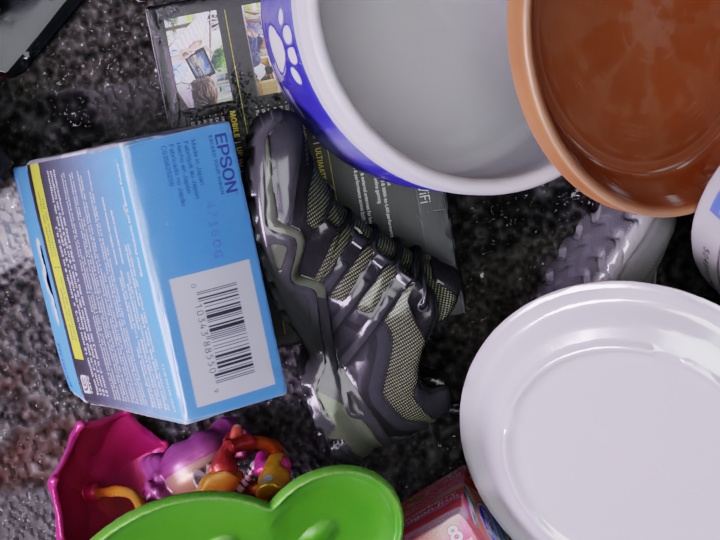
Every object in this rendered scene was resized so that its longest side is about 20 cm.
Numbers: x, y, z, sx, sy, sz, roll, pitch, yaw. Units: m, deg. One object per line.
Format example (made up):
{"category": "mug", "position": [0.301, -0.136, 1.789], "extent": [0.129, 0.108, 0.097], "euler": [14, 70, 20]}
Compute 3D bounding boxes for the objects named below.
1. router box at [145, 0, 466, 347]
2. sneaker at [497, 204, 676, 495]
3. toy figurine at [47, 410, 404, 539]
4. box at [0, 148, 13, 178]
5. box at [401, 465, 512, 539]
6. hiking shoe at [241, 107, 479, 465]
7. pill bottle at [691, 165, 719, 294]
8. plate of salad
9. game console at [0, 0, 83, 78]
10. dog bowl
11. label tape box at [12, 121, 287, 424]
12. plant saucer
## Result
{"category": "router box", "position": [-0.028, -0.062, 0.915], "extent": [0.148, 0.051, 0.202], "euler": [-9, 98, 4]}
{"category": "sneaker", "position": [0.138, 0.048, 0.919], "extent": [0.081, 0.075, 0.201], "euler": [18, 107, -12]}
{"category": "toy figurine", "position": [-0.096, 0.131, 0.891], "extent": [0.199, 0.184, 0.151], "euler": [-31, 121, -7]}
{"category": "box", "position": [-0.326, -0.063, 0.851], "extent": [0.197, 0.200, 0.117], "euler": [49, 124, -4]}
{"category": "box", "position": [0.002, 0.212, 0.931], "extent": [0.199, 0.103, 0.095], "euler": [-33, 94, 10]}
{"category": "hiking shoe", "position": [0.000, 0.000, 0.867], "extent": [0.100, 0.076, 0.201], "euler": [-19, 111, -3]}
{"category": "pill bottle", "position": [0.261, 0.017, 0.785], "extent": [0.113, 0.200, 0.114], "euler": [-16, 131, -20]}
{"category": "plate of salad", "position": [0.149, 0.091, 0.852], "extent": [0.199, 0.048, 0.201], "euler": [11, 120, 20]}
{"category": "game console", "position": [-0.202, -0.238, 0.914], "extent": [0.177, 0.031, 0.200], "euler": [42, 100, -2]}
{"category": "dog bowl", "position": [0.051, -0.141, 0.843], "extent": [0.199, 0.079, 0.202], "euler": [-2, 95, -22]}
{"category": "label tape box", "position": [-0.121, 0.001, 0.887], "extent": [0.066, 0.200, 0.144], "euler": [-15, 97, -25]}
{"category": "plant saucer", "position": [0.153, -0.129, 0.824], "extent": [0.199, 0.032, 0.202], "euler": [-5, 99, -32]}
